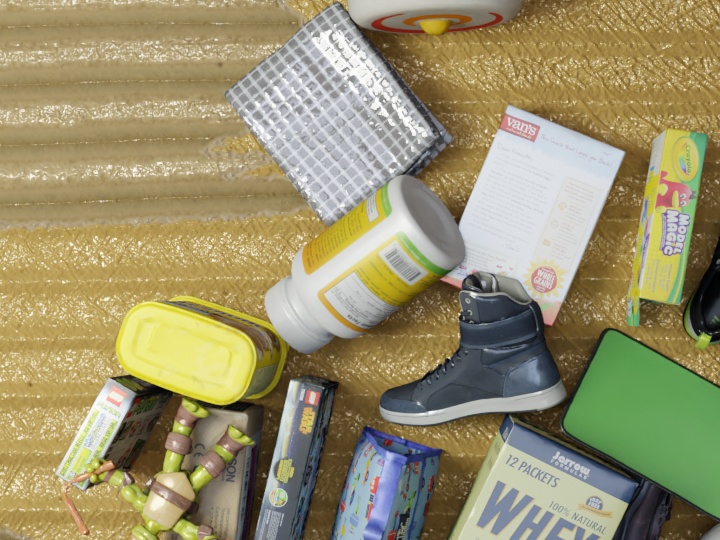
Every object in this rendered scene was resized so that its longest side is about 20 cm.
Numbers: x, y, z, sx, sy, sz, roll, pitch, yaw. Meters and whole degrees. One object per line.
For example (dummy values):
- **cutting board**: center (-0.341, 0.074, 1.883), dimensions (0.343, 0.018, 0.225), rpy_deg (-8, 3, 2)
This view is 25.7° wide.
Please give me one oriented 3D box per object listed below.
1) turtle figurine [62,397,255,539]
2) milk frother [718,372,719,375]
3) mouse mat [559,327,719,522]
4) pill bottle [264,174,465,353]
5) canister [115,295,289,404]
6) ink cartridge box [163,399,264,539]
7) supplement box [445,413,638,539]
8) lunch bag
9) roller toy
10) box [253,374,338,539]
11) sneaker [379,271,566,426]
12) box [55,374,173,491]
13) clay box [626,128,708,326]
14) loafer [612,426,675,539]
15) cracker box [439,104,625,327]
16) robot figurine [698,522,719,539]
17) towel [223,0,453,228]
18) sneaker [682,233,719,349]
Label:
- **turtle figurine**: center (-0.169, 0.216, 1.515), dimensions (0.200, 0.064, 0.162), rpy_deg (31, 84, 9)
- **milk frother**: center (0.485, 0.064, 1.564), dimensions (0.180, 0.200, 0.189), rpy_deg (26, 91, 1)
- **mouse mat**: center (0.314, 0.156, 1.620), dimensions (0.200, 0.008, 0.161), rpy_deg (30, 50, 4)
- **pill bottle**: center (0.000, 0.000, 1.632), dimensions (0.200, 0.111, 0.111), rpy_deg (-36, 86, 23)
- **canister**: center (-0.159, 0.081, 1.615), dimensions (0.148, 0.200, 0.087), rpy_deg (19, 91, 5)
- **ink cartridge box**: center (-0.152, 0.236, 1.628), dimensions (0.075, 0.165, 0.201), rpy_deg (6, 90, 3)
- **supplement box**: center (0.167, 0.264, 1.583), dimensions (0.134, 0.200, 0.200), rpy_deg (26, 90, 4)
- **lunch bag**: center (0.017, 0.248, 1.596), dimensions (0.094, 0.200, 0.151), rpy_deg (15, 90, 5)
- **roller toy**: center (0.075, -0.311, 1.611), dimensions (0.182, 0.200, 0.140), rpy_deg (-2, 89, -9)
- **box**: center (-0.068, 0.211, 1.636), dimensions (0.040, 0.137, 0.201), rpy_deg (13, 90, 5)
- **sneaker**: center (0.099, 0.079, 1.625), dimensions (0.202, 0.077, 0.147), rpy_deg (-11, 106, 22)
- **box**: center (-0.247, 0.161, 1.621), dimensions (0.035, 0.200, 0.110), rpy_deg (29, 90, 5)
- **clay box**: center (0.312, -0.039, 1.621), dimensions (0.047, 0.115, 0.201), rpy_deg (8, 90, 4)
- **loafer**: center (0.292, 0.260, 1.646), dimensions (0.063, 0.072, 0.201), rpy_deg (21, 94, -14)
- **cracker box**: center (0.179, -0.057, 1.662), dimensions (0.134, 0.058, 0.201), rpy_deg (23, 92, 5)
- **robot figurine**: center (0.418, 0.343, 1.596), dimensions (0.150, 0.125, 0.200), rpy_deg (-41, 86, -26)
- **towel**: center (-0.023, -0.159, 1.668), dimensions (0.165, 0.086, 0.200), rpy_deg (-40, 86, 4)
- **sneaker**: center (0.398, -0.008, 1.629), dimensions (0.071, 0.083, 0.201), rpy_deg (23, 90, 5)
